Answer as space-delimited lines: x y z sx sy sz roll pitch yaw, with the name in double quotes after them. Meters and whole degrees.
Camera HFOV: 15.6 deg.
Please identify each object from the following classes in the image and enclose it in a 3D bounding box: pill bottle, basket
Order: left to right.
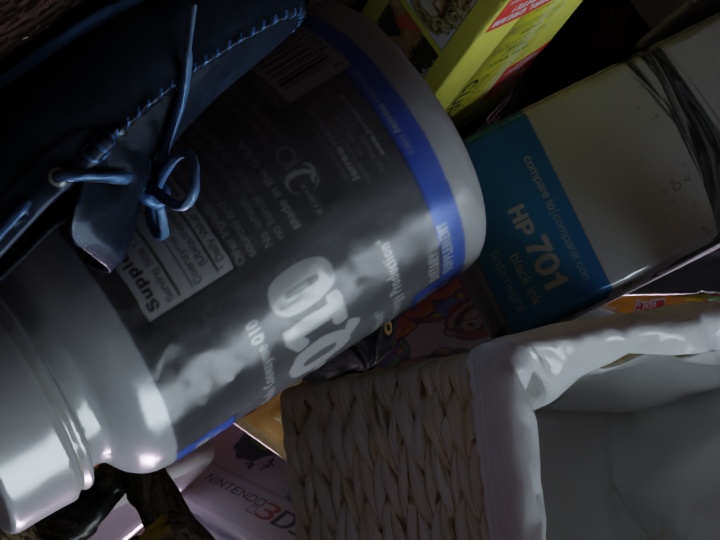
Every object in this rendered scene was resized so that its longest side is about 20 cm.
-0.065 0.000 0.929 0.200 0.114 0.114 -33 170 -17 "pill bottle"
0.095 0.121 1.034 0.198 0.201 0.161 -7 176 -37 "basket"

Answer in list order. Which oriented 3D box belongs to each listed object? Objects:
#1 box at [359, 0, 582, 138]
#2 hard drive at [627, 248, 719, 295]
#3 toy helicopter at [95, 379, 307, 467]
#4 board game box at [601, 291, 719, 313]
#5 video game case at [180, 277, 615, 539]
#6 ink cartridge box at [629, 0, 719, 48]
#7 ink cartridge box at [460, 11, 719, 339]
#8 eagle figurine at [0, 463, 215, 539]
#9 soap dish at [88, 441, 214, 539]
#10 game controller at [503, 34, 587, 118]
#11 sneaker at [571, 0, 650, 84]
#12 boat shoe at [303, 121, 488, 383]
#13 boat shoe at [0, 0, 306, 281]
0.035 -0.092 1.026 0.075 0.050 0.200 -30 169 -29 "box"
0.180 -0.040 1.241 0.199 0.038 0.140 -3 -146 37 "hard drive"
-0.054 0.054 1.102 0.132 0.079 0.200 -35 139 10 "toy helicopter"
0.134 0.017 1.308 0.095 0.030 0.200 2 -179 -39 "board game box"
0.016 0.069 1.236 0.200 0.024 0.182 -37 -149 -24 "video game case"
0.174 -0.160 1.133 0.116 0.067 0.200 -39 170 25 "ink cartridge box"
0.130 -0.048 1.100 0.199 0.086 0.146 -25 175 0 "ink cartridge box"
-0.157 0.121 0.987 0.199 0.151 0.152 -24 174 -10 "eagle figurine"
-0.175 0.117 1.210 0.200 0.081 0.157 -43 168 37 "soap dish"
0.084 -0.051 1.355 0.200 0.042 0.105 103 8 -75 "game controller"
0.121 -0.085 1.234 0.075 0.085 0.200 6 -141 44 "sneaker"
0.000 0.000 1.225 0.200 0.091 0.071 -31 169 -29 "boat shoe"
-0.095 -0.025 0.834 0.200 0.069 0.084 -36 171 -1 "boat shoe"
